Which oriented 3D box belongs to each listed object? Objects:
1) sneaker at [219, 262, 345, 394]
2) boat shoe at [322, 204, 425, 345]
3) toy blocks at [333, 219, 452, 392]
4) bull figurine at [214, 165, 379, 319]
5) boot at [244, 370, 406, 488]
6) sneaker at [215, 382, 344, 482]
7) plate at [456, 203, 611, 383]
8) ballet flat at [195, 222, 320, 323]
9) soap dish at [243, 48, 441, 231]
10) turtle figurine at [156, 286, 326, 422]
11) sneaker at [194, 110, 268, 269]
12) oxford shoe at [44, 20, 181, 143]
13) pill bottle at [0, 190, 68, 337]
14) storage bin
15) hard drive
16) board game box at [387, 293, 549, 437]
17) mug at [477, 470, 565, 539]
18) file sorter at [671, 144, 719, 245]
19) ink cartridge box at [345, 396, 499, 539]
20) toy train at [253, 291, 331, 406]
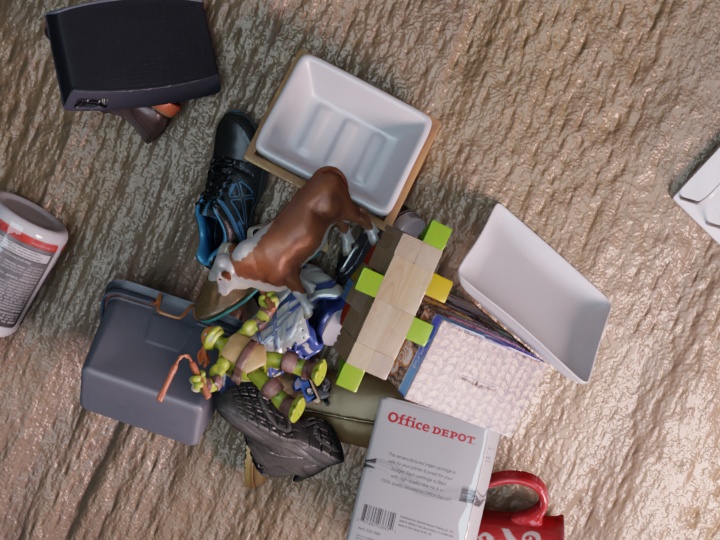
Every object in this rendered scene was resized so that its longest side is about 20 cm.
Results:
[{"bbox_3d":[-0.094,0.086,1.337,0.087,0.075,0.202,27,80,33],"label":"sneaker"},{"bbox_3d":[0.000,0.000,1.401,0.068,0.071,0.202,39,100,34],"label":"boat shoe"},{"bbox_3d":[0.022,0.028,1.243,0.099,0.137,0.203,23,93,-15],"label":"toy blocks"},{"bbox_3d":[-0.075,-0.025,1.277,0.200,0.065,0.121,-45,116,2],"label":"bull figurine"},{"bbox_3d":[-0.046,0.211,1.431,0.196,0.066,0.179,10,98,1],"label":"boot"},{"bbox_3d":[-0.107,0.206,1.334,0.090,0.077,0.199,-38,129,18],"label":"sneaker"},{"bbox_3d":[0.209,0.030,1.338,0.199,0.200,0.032,40,124,-2],"label":"plate"},{"bbox_3d":[-0.132,-0.014,1.364,0.199,0.067,0.073,-32,116,-27],"label":"ballet flat"},{"bbox_3d":[-0.022,-0.155,1.355,0.198,0.081,0.159,27,76,0],"label":"soap dish"},{"bbox_3d":[-0.130,0.111,1.269,0.160,0.201,0.065,28,141,12],"label":"turtle figurine"},{"bbox_3d":[-0.164,-0.098,1.382,0.072,0.081,0.204,5,96,31],"label":"sneaker"},{"bbox_3d":[-0.325,-0.240,1.391,0.199,0.071,0.073,38,103,-2],"label":"oxford shoe"},{"bbox_3d":[-0.466,0.011,1.407,0.115,0.116,0.202,32,98,-1],"label":"pill bottle"},{"bbox_3d":[-0.248,0.116,1.368,0.197,0.135,0.147,18,135,0],"label":"storage bin"},{"bbox_3d":[-0.272,-0.269,1.344,0.197,0.042,0.137,-10,84,-23],"label":"hard drive"},{"bbox_3d":[0.097,0.091,1.314,0.158,0.200,0.098,23,99,-26],"label":"board game box"},{"bbox_3d":[0.157,0.345,1.413,0.196,0.134,0.181,6,77,7],"label":"mug"},{"bbox_3d":[0.504,-0.067,1.329,0.200,0.125,0.139,43,97,-2],"label":"file sorter"},{"bbox_3d":[0.076,0.269,1.331,0.144,0.084,0.204,13,83,20],"label":"ink cartridge box"},{"bbox_3d":[-0.092,0.085,1.405,0.045,0.034,0.202,-26,78,-4],"label":"toy train"}]
